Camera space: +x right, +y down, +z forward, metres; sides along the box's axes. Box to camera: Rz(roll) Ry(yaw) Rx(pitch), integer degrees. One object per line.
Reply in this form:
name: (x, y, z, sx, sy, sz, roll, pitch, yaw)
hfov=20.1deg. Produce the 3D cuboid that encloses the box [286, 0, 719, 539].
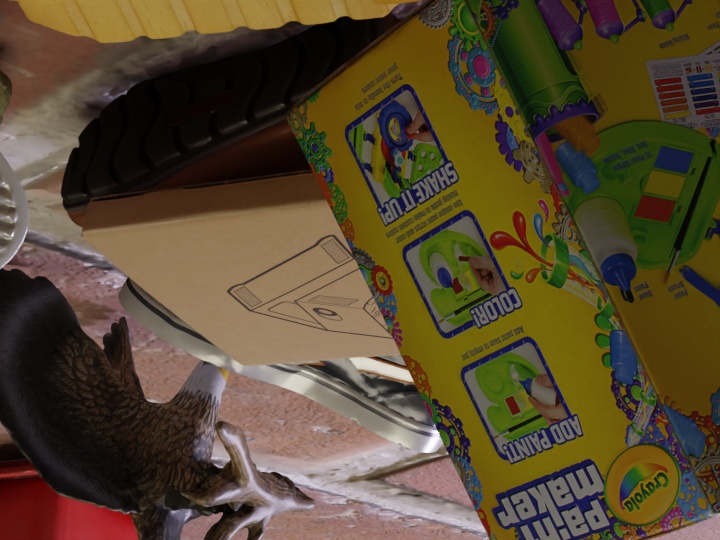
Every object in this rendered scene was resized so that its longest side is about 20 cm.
box: (0.115, -0.022, 0.748, 0.199, 0.193, 0.122, -22, 175, -36)

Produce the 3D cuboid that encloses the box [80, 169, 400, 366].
box: (0.000, 0.000, 0.919, 0.199, 0.021, 0.164, -6, 153, 23)

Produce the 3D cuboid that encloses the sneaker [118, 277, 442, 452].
sneaker: (-0.031, 0.026, 1.129, 0.199, 0.080, 0.078, 23, -165, -10)

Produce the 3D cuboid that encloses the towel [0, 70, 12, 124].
towel: (-0.268, -0.054, 0.907, 0.200, 0.037, 0.148, -36, 140, 23)

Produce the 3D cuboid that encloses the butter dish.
butter dish: (-0.260, 0.232, 1.532, 0.198, 0.149, 0.200, -7, 156, 16)

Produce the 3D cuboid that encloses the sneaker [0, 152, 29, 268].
sneaker: (-0.203, -0.092, 0.795, 0.075, 0.105, 0.201, -32, 122, -13)

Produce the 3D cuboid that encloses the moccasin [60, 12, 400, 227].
moccasin: (-0.052, -0.059, 0.925, 0.201, 0.074, 0.078, -23, 138, 26)

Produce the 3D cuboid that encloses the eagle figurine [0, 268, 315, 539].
eagle figurine: (-0.124, 0.092, 1.144, 0.199, 0.152, 0.151, 21, -147, 29)

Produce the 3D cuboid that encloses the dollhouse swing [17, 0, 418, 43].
dollhouse swing: (-0.070, -0.100, 0.711, 0.199, 0.182, 0.176, -4, 137, 10)
